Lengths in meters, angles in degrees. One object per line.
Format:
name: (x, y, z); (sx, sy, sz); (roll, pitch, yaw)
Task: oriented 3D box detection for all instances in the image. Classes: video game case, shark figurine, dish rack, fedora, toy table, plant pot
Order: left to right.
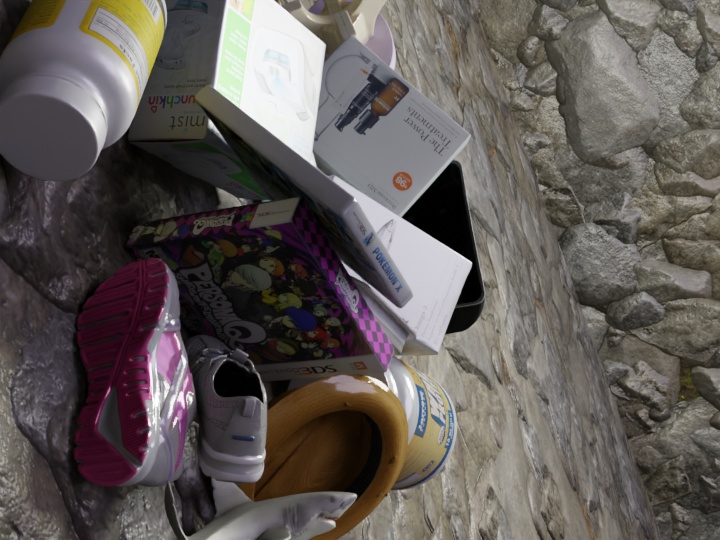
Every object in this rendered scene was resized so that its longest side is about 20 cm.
shark figurine: (-0.115, 0.211, 0.973); (0.214, 0.128, 0.090); (5, 56, -56)
video game case: (-0.089, 0.025, 1.042); (0.200, 0.181, 0.036); (60, 36, -37)
dish rack: (-0.057, 0.036, 1.154); (0.172, 0.200, 0.044); (47, 61, -54)
fedora: (-0.053, 0.174, 1.093); (0.082, 0.200, 0.201); (39, -17, 53)
video game case: (-0.048, -0.064, 1.019); (0.200, 0.022, 0.182); (40, -8, 31)
toy table: (-0.030, -0.339, 1.554); (0.200, 0.184, 0.117); (55, -9, 35)
plant pot: (0.058, -0.002, 1.495); (0.177, 0.199, 0.200); (64, 17, -66)

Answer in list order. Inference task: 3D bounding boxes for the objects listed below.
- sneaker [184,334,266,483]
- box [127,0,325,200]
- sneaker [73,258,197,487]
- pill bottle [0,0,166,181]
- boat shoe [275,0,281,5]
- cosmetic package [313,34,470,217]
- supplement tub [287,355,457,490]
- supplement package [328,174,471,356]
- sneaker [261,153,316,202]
sneaker: (-0.110, 0.099, 0.979); (0.200, 0.075, 0.082); (50, -54, 59)
box: (-0.130, -0.182, 1.151); (0.200, 0.097, 0.177); (28, 66, -61)
sneaker: (-0.177, 0.087, 0.921); (0.088, 0.081, 0.200); (52, 35, -56)
pill bottle: (-0.227, -0.164, 0.917); (0.200, 0.111, 0.111); (-84, 151, -48)
boat shoe: (-0.129, -0.249, 1.337); (0.200, 0.072, 0.065); (-79, 152, -47)
cosmetic package: (0.013, -0.173, 1.418); (0.200, 0.151, 0.052); (40, -12, 4)
supplement tub: (0.013, 0.165, 1.275); (0.200, 0.144, 0.145); (35, 43, -62)
supplement package: (0.000, 0.000, 1.250); (0.200, 0.117, 0.117); (30, 72, -25)
sneaker: (-0.081, -0.075, 1.307); (0.118, 0.074, 0.201); (-88, 157, -56)
